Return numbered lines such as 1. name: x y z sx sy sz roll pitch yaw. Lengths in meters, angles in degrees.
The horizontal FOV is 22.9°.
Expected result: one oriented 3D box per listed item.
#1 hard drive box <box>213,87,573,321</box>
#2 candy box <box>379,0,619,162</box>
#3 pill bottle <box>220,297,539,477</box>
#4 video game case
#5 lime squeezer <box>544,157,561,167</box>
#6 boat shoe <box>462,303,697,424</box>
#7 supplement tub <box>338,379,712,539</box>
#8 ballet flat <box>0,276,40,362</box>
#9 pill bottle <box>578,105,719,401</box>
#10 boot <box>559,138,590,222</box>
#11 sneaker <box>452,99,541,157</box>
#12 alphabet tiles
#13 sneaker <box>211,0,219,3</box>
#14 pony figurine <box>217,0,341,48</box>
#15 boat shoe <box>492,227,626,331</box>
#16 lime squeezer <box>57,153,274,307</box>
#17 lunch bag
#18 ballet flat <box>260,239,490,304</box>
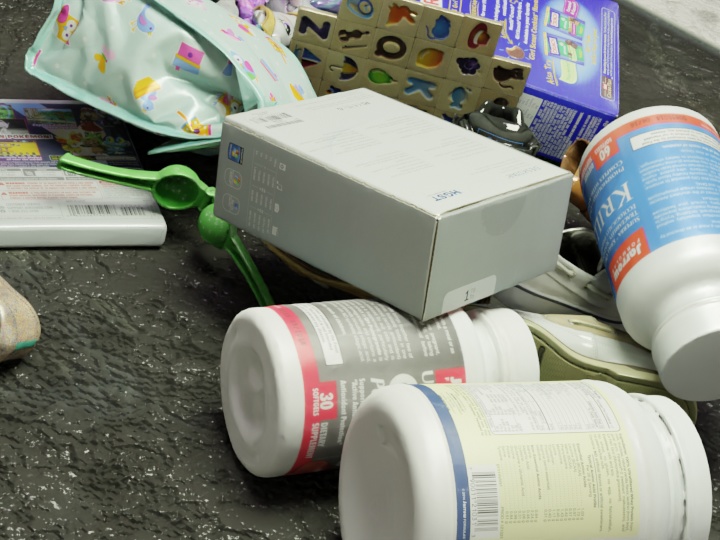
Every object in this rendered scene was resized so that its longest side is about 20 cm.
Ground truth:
1. hard drive box: 0.021 -0.053 1.237 0.199 0.078 0.155 26 29 35
2. candy box: 0.123 -0.193 1.560 0.198 0.077 0.170 19 43 -8
3. pill bottle: 0.015 0.073 1.187 0.198 0.112 0.111 -4 38 -26
4. video game case: -0.266 -0.077 1.374 0.198 0.023 0.183 -1 37 -23
5. lime squeezer: 0.150 -0.104 1.569 0.199 0.038 0.071 35 48 10
6. boat shoe: 0.148 0.070 1.293 0.198 0.075 0.068 21 24 1
7. supplement tub: 0.100 0.141 1.093 0.198 0.146 0.145 0 36 -22
8. ballet flat: -0.290 -0.001 1.227 0.200 0.068 0.067 44 23 28
9. pill bottle: 0.230 -0.012 1.272 0.111 0.113 0.201 4 47 -17
10. boot: 0.231 -0.032 1.407 0.155 0.077 0.200 37 21 -13
11. sneaker: 0.093 -0.065 1.422 0.076 0.112 0.200 19 34 5
12. alphabet tiles: 0.035 -0.158 1.486 0.198 0.167 0.006 14 45 -3
13. sneaker: -0.174 -0.239 1.537 0.066 0.199 0.079 51 11 -24
14. pony figurine: -0.065 -0.243 1.608 0.199 0.167 0.193 3 40 -46
15. boat shoe: 0.166 -0.001 1.353 0.199 0.066 0.072 17 30 -42
16. lime squeezer: -0.125 -0.041 1.318 0.199 0.038 0.071 37 25 4
17. lunch bag: -0.137 -0.154 1.404 0.199 0.123 0.170 28 9 11
18. ballet flat: 0.000 0.000 1.334 0.198 0.063 0.069 25 57 5
